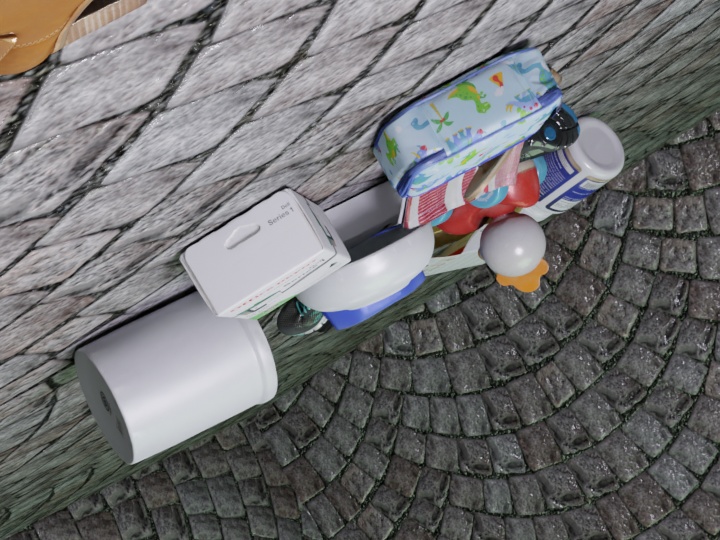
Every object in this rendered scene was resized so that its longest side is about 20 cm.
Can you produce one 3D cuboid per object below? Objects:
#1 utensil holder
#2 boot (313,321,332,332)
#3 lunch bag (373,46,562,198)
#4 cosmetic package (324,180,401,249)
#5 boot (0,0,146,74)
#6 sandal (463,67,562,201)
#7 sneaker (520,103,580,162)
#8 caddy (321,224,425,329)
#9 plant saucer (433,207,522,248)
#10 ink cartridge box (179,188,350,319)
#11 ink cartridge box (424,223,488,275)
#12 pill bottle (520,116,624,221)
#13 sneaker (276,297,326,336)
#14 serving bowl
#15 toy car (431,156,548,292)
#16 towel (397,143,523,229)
[{"bbox_3d":[-0.232,0.127,1.636,0.200,0.170,0.170,-25,171,-24],"label":"utensil holder"},{"bbox_3d":[-0.016,0.039,2.388,0.131,0.068,0.200,-33,178,-41],"label":"boot"},{"bbox_3d":[0.117,-0.159,1.437,0.200,0.082,0.161,-29,176,-11],"label":"lunch bag"},{"bbox_3d":[0.008,-0.071,1.723,0.200,0.051,0.083,-28,172,-27],"label":"cosmetic package"},{"bbox_3d":[-0.166,-0.117,0.522,0.155,0.074,0.200,-26,170,-10],"label":"boot"},{"bbox_3d":[0.158,-0.178,1.565,0.212,0.070,0.078,-53,-171,-24],"label":"sandal"},{"bbox_3d":[0.208,-0.180,1.778,0.200,0.073,0.082,-17,176,-29],"label":"sneaker"},{"bbox_3d":[0.000,0.000,2.000,0.200,0.105,0.141,-31,-164,-7],"label":"caddy"},{"bbox_3d":[0.172,-0.089,2.219,0.200,0.048,0.200,-19,173,-3],"label":"plant saucer"},{"bbox_3d":[-0.104,-0.014,1.495,0.146,0.084,0.200,-32,174,6],"label":"ink cartridge box"},{"bbox_3d":[0.161,-0.035,2.270,0.200,0.047,0.160,-10,170,-26],"label":"ink cartridge box"},{"bbox_3d":[0.342,-0.166,2.224,0.116,0.116,0.200,-26,172,-39],"label":"pill bottle"},{"bbox_3d":[-0.070,0.038,2.171,0.200,0.078,0.091,-37,156,19],"label":"sneaker"},{"bbox_3d":[0.010,0.004,1.681,0.200,0.066,0.200,-24,-174,3],"label":"serving bowl"},{"bbox_3d":[0.196,-0.056,1.908,0.177,0.200,0.184,-18,-177,31],"label":"toy car"},{"bbox_3d":[0.134,-0.138,1.628,0.200,0.023,0.144,-25,141,-33],"label":"towel"}]
